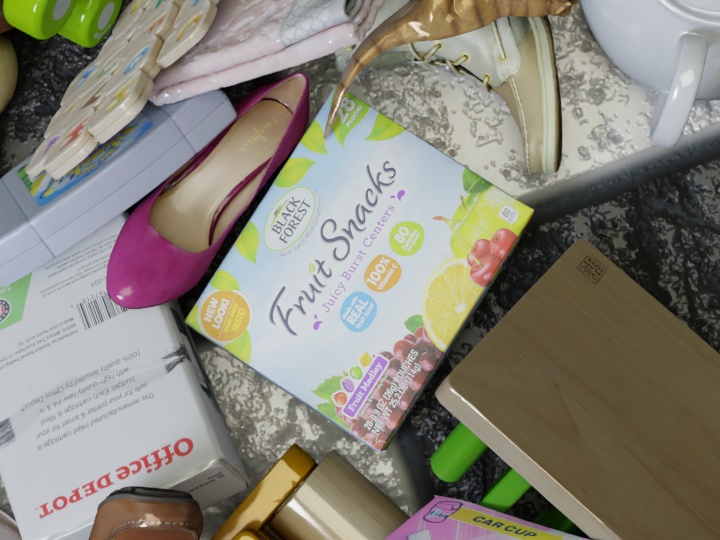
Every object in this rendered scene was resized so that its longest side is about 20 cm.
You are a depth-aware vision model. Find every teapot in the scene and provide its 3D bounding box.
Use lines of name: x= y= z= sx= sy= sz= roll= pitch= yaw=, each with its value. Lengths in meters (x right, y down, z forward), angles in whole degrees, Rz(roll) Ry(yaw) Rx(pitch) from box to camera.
teapot: x=0.241 y=-0.212 z=1.162 sx=0.197 sy=0.146 sz=0.201 roll=-29 pitch=84 yaw=1

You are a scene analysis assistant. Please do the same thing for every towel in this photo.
towel: x=-0.043 y=-0.204 z=1.145 sx=0.190 sy=0.032 sz=0.200 roll=-11 pitch=40 yaw=39

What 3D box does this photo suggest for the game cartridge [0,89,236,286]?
game cartridge: x=-0.184 y=-0.072 z=1.181 sx=0.200 sy=0.133 sz=0.041 roll=-37 pitch=119 yaw=-7

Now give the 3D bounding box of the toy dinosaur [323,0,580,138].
toy dinosaur: x=0.049 y=-0.177 z=1.149 sx=0.199 sy=0.060 sz=0.107 roll=-19 pitch=79 yaw=4

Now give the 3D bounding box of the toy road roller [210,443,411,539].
toy road roller: x=-0.057 y=0.223 z=1.141 sx=0.123 sy=0.146 sz=0.200 roll=40 pitch=89 yaw=4

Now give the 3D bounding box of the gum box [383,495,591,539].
gum box: x=0.081 y=0.215 z=1.063 sx=0.113 sy=0.199 sz=0.066 roll=-35 pitch=119 yaw=-34

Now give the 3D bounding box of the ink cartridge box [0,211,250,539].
ink cartridge box: x=-0.182 y=0.084 z=1.172 sx=0.145 sy=0.084 sz=0.201 roll=-25 pitch=67 yaw=2

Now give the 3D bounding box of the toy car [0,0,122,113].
toy car: x=-0.294 y=-0.153 z=1.204 sx=0.164 sy=0.158 sz=0.201 roll=28 pitch=99 yaw=10

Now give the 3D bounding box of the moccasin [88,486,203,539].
moccasin: x=-0.148 y=0.196 z=1.081 sx=0.073 sy=0.201 sz=0.078 roll=13 pitch=55 yaw=-21

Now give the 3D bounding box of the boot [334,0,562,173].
boot: x=0.059 y=-0.153 z=1.208 sx=0.154 sy=0.072 sz=0.201 roll=-12 pitch=79 yaw=3

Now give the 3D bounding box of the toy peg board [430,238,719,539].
toy peg board: x=0.158 y=0.115 z=1.147 sx=0.200 sy=0.098 sz=0.199 roll=42 pitch=45 yaw=6

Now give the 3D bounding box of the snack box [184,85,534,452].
snack box: x=0.000 y=0.000 z=1.199 sx=0.168 sy=0.068 sz=0.200 roll=33 pitch=87 yaw=6

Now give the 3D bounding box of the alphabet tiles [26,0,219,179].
alphabet tiles: x=-0.158 y=-0.148 z=1.165 sx=0.015 sy=0.200 sz=0.195 roll=41 pitch=128 yaw=-22

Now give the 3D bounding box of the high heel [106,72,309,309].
high heel: x=-0.103 y=-0.059 z=1.151 sx=0.067 sy=0.096 sz=0.200 roll=33 pitch=51 yaw=0

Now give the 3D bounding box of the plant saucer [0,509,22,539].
plant saucer: x=-0.281 y=0.254 z=1.191 sx=0.199 sy=0.032 sz=0.201 roll=0 pitch=90 yaw=21
